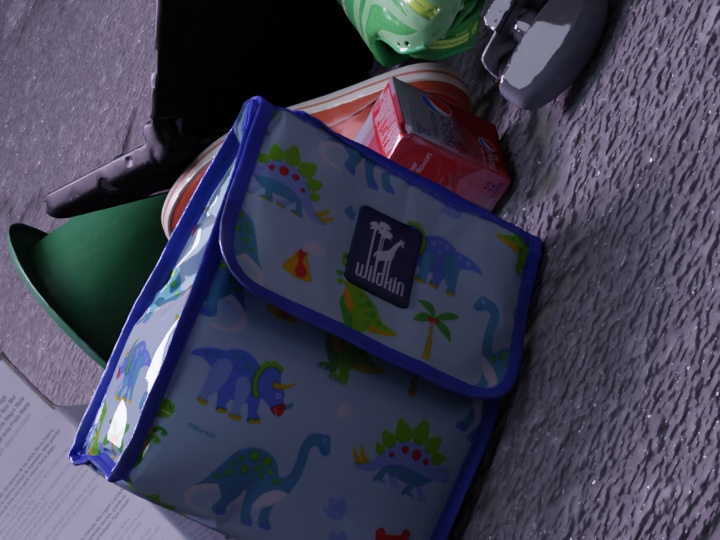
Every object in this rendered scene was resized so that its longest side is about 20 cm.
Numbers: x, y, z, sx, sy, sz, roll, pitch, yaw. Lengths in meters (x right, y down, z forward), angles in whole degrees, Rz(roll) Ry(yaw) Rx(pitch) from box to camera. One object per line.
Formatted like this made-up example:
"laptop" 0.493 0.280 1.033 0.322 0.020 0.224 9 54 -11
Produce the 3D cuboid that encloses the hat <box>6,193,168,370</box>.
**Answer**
"hat" -0.109 -0.034 1.681 0.176 0.166 0.200 -46 43 9

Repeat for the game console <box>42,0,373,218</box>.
"game console" -0.086 -0.124 1.582 0.176 0.200 0.117 -23 86 41

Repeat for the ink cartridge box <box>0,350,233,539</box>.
"ink cartridge box" -0.176 0.174 1.498 0.200 0.200 0.041 -49 -8 27

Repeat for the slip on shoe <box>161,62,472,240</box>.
"slip on shoe" -0.027 -0.052 1.489 0.200 0.074 0.061 -22 53 22

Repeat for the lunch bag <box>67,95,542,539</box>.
"lunch bag" -0.019 0.039 1.285 0.200 0.170 0.127 -66 18 -8

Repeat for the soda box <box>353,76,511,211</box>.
"soda box" 0.000 0.000 1.434 0.200 0.070 0.063 -57 21 25

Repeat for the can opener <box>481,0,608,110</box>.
"can opener" 0.126 -0.176 1.364 0.066 0.053 0.200 37 106 36

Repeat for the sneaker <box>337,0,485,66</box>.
"sneaker" 0.047 -0.159 1.405 0.074 0.084 0.200 -24 -1 -21
